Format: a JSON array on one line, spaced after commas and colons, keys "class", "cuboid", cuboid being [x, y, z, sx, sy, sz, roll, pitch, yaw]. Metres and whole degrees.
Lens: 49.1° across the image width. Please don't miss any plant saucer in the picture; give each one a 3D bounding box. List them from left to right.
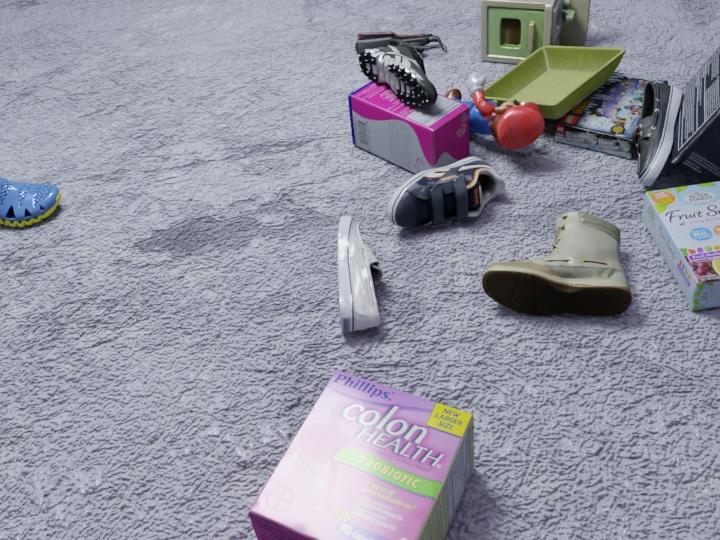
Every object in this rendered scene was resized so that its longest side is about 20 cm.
[{"class": "plant saucer", "cuboid": [0.341, -0.331, 1.409, 0.199, 0.049, 0.199, -38, 33, -21]}]

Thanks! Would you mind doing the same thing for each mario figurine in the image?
[{"class": "mario figurine", "cuboid": [0.235, -0.265, 1.334, 0.122, 0.108, 0.198, 10, 10, -42]}]

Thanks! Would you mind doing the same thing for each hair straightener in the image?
[{"class": "hair straightener", "cuboid": [0.083, -0.465, 1.649, 0.195, 0.042, 0.078, 6, 44, 9]}]

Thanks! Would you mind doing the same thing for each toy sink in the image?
[{"class": "toy sink", "cuboid": [0.342, -0.486, 1.554, 0.196, 0.132, 0.113, 12, 45, 20]}]

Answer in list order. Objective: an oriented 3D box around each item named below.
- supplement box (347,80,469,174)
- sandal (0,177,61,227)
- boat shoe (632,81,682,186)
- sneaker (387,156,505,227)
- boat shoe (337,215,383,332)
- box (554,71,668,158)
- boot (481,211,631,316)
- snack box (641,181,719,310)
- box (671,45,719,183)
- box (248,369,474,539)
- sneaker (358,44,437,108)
[{"class": "supplement box", "cuboid": [0.083, -0.249, 1.358, 0.103, 0.103, 0.198, -35, 49, -29]}, {"class": "sandal", "cuboid": [-0.617, -0.126, 1.355, 0.195, 0.088, 0.080, -6, 40, 0]}, {"class": "boat shoe", "cuboid": [0.465, -0.221, 1.263, 0.056, 0.069, 0.203, 22, 61, 3]}, {"class": "sneaker", "cuboid": [0.137, -0.117, 1.222, 0.197, 0.080, 0.079, -28, 39, -23]}, {"class": "boat shoe", "cuboid": [0.000, 0.000, 1.125, 0.064, 0.073, 0.202, -2, 43, 0]}, {"class": "box", "cuboid": [0.439, -0.279, 1.376, 0.135, 0.040, 0.201, 18, 49, 28]}, {"class": "boot", "cuboid": [0.269, -0.016, 1.095, 0.195, 0.073, 0.157, 5, 44, 7]}, {"class": "snack box", "cuboid": [0.494, -0.041, 1.097, 0.139, 0.054, 0.202, -7, 42, 1]}, {"class": "box", "cuboid": [0.583, -0.257, 1.190, 0.121, 0.200, 0.202, 27, 47, -2]}, {"class": "box", "cuboid": [0.009, 0.233, 0.847, 0.173, 0.098, 0.201, 14, 46, 24]}, {"class": "sneaker", "cuboid": [0.081, -0.338, 1.330, 0.089, 0.067, 0.200, -27, 43, -19]}]
